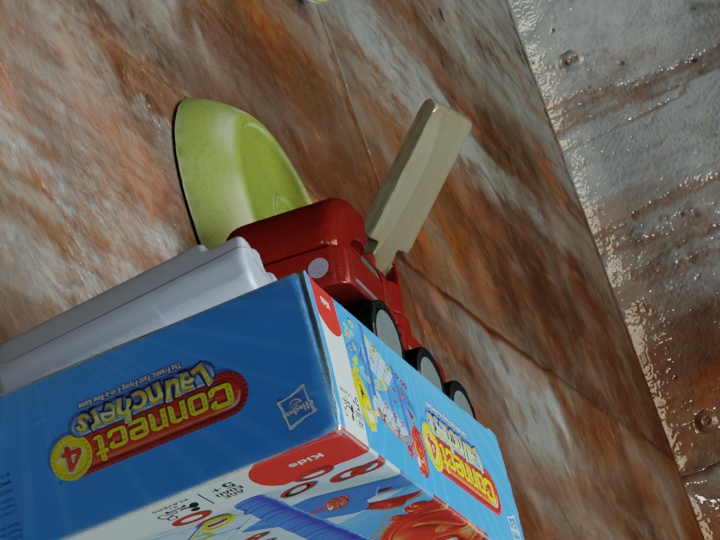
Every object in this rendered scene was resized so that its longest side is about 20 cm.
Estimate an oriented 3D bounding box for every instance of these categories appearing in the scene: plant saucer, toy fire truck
[{"bbox_3d":[-0.049,-0.014,1.528,0.201,0.031,0.200,60,14,-26],"label":"plant saucer"},{"bbox_3d":[0.000,0.000,1.426,0.176,0.128,0.201,46,32,-56],"label":"toy fire truck"}]

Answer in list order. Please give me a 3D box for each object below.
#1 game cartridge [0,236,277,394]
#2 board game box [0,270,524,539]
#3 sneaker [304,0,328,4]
[{"bbox_3d":[-0.059,0.084,1.076,0.200,0.132,0.041,56,17,-38],"label":"game cartridge"},{"bbox_3d":[-0.066,0.090,0.889,0.196,0.199,0.056,41,29,-62],"label":"board game box"},{"bbox_3d":[-0.033,-0.270,1.871,0.200,0.105,0.076,44,26,-61],"label":"sneaker"}]
